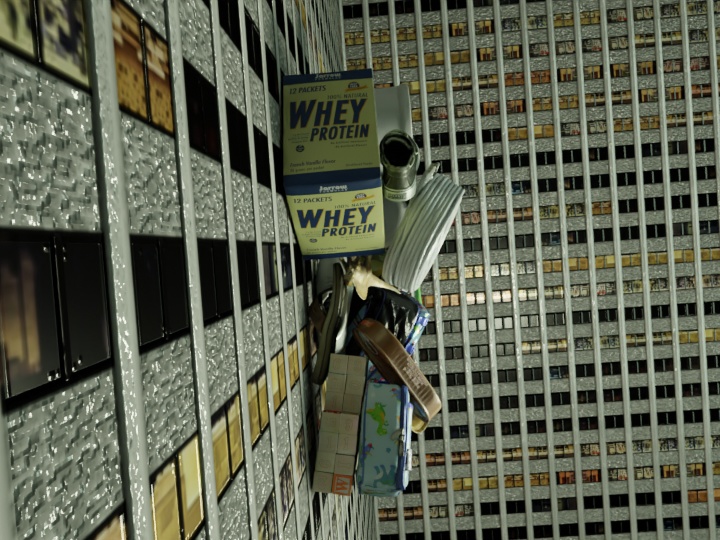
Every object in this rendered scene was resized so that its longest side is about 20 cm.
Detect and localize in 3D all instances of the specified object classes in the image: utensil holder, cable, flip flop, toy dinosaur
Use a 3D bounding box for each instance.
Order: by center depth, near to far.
[{"bbox_3d":[-0.060,0.082,1.086,0.081,0.057,0.203,62,39,-75],"label":"flip flop"},{"bbox_3d":[0.105,-0.061,1.109,0.202,0.069,0.200,-63,171,-6],"label":"cable"},{"bbox_3d":[0.000,0.000,1.123,0.199,0.058,0.103,14,61,-66],"label":"toy dinosaur"},{"bbox_3d":[-0.002,-0.263,1.290,0.170,0.197,0.173,-4,90,-87],"label":"utensil holder"}]

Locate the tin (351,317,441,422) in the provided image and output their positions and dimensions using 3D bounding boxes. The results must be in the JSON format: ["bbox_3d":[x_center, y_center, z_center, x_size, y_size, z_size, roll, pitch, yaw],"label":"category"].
[{"bbox_3d":[0.059,0.160,1.081,0.201,0.042,0.112,55,-20,-17],"label":"tin"}]

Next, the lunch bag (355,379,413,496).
[{"bbox_3d":[0.037,0.266,1.053,0.201,0.081,0.163,91,3,-65],"label":"lunch bag"}]

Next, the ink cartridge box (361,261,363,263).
[{"bbox_3d":[-0.024,0.086,1.367,0.039,0.098,0.203,-84,169,-80],"label":"ink cartridge box"}]

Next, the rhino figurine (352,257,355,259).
[{"bbox_3d":[-0.051,-0.089,1.337,0.201,0.059,0.088,-118,-173,-52],"label":"rhino figurine"}]

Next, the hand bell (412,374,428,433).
[{"bbox_3d":[0.024,0.246,1.249,0.104,0.198,0.106,14,73,-55],"label":"hand bell"}]

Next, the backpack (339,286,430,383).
[{"bbox_3d":[0.021,0.128,1.262,0.202,0.133,0.182,-67,-159,4],"label":"backpack"}]

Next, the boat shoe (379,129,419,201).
[{"bbox_3d":[0.063,-0.187,1.064,0.201,0.070,0.064,-91,178,-54],"label":"boat shoe"}]

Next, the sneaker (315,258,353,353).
[{"bbox_3d":[-0.045,0.047,1.201,0.071,0.072,0.203,99,-11,-68],"label":"sneaker"}]

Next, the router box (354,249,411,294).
[{"bbox_3d":[0.014,-0.008,1.409,0.052,0.198,0.160,-25,118,-46],"label":"router box"}]

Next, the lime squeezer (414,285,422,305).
[{"bbox_3d":[0.093,0.105,1.328,0.038,0.070,0.203,18,93,-49],"label":"lime squeezer"}]

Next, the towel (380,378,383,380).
[{"bbox_3d":[-0.003,0.256,1.369,0.022,0.144,0.201,44,22,-24],"label":"towel"}]

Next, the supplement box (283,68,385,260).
[{"bbox_3d":[-0.037,-0.154,1.003,0.201,0.132,0.203,83,3,-61],"label":"supplement box"}]

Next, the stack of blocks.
[{"bbox_3d":[-0.028,0.233,1.041,0.115,0.058,0.203,70,27,-82],"label":"stack of blocks"}]

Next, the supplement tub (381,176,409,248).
[{"bbox_3d":[0.039,-0.111,1.240,0.200,0.121,0.125,-45,131,-74],"label":"supplement tub"}]
